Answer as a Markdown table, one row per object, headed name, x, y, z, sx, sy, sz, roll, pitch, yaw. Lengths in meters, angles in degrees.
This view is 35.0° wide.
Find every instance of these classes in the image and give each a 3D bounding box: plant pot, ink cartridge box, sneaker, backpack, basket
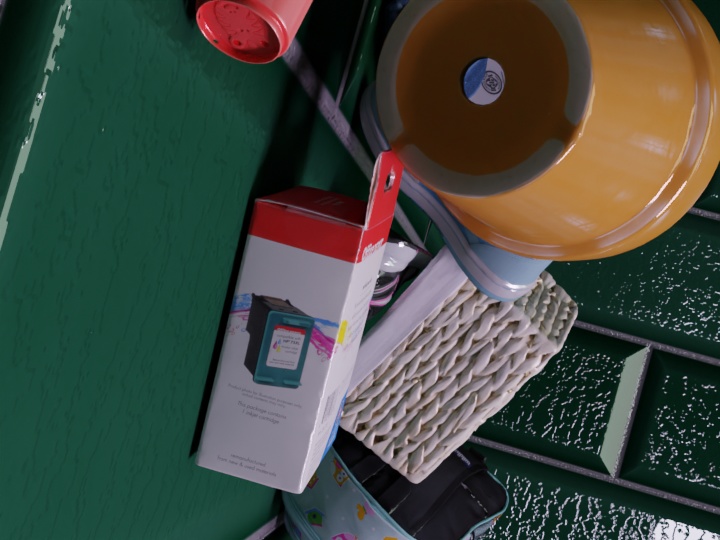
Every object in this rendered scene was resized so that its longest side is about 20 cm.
| name | x | y | z | sx | sy | sz | roll | pitch | yaw |
| --- | --- | --- | --- | --- | --- | --- | --- | --- | --- |
| plant pot | 0.104 | -0.103 | 0.683 | 0.183 | 0.200 | 0.200 | -5 | 111 | -63 |
| ink cartridge box | -0.032 | 0.017 | 0.686 | 0.116 | 0.067 | 0.200 | -40 | 144 | -79 |
| sneaker | 0.093 | -0.088 | 0.843 | 0.080 | 0.200 | 0.131 | -33 | 173 | -43 |
| sneaker | 0.000 | 0.000 | 0.939 | 0.086 | 0.080 | 0.200 | -57 | 170 | 4 |
| backpack | 0.019 | 0.211 | 1.049 | 0.153 | 0.176 | 0.200 | -45 | 168 | 16 |
| basket | 0.075 | 0.065 | 0.971 | 0.200 | 0.123 | 0.136 | -48 | 177 | 24 |

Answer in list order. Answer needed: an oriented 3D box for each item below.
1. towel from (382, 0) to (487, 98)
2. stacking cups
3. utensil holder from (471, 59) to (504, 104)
| name | x | y | z | sx | sy | sz | roll | pitch | yaw |
| --- | --- | --- | --- | --- | --- | --- | --- | --- | --- |
| towel | 0.069 | -0.182 | 0.958 | 0.112 | 0.049 | 0.200 | -44 | 164 | -12 |
| stacking cups | -0.016 | -0.178 | 0.484 | 0.061 | 0.060 | 0.200 | 92 | 19 | -60 |
| utensil holder | 0.175 | -0.266 | 1.273 | 0.170 | 0.170 | 0.200 | 97 | 15 | -49 |
